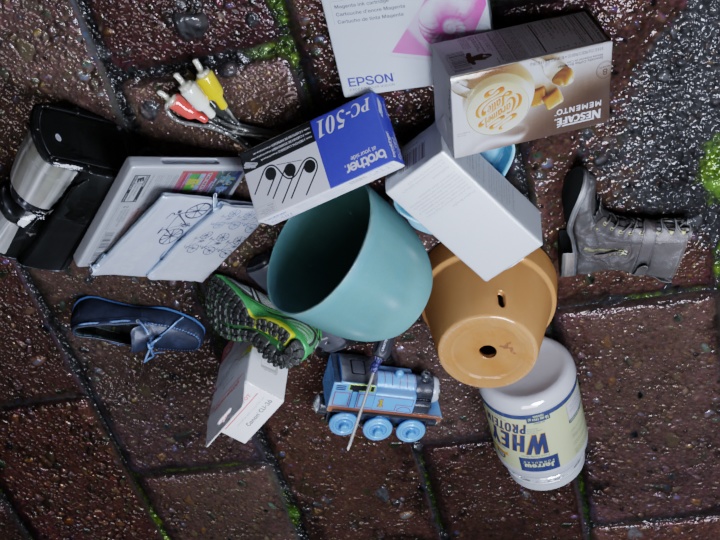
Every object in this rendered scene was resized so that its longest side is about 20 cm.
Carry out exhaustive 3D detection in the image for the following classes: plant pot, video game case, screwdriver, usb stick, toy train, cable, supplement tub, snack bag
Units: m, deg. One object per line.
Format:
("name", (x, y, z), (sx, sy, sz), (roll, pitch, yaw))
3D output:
("plant pot", (0.174, 0.064, 1.710), (0.197, 0.141, 0.202), (3, 131, 4))
("video game case", (-0.264, -0.078, 1.640), (0.181, 0.023, 0.200), (-4, 144, -41))
("screwdriver", (0.011, 0.162, 1.788), (0.029, 0.202, 0.028), (35, 159, -34))
("usb stick", (-0.089, 0.048, 1.792), (0.055, 0.033, 0.200), (-23, 126, 28))
("toy train", (0.031, 0.191, 1.861), (0.197, 0.087, 0.115), (8, 127, -12))
("cable", (-0.176, -0.184, 1.587), (0.097, 0.051, 0.200), (-32, 121, 26))
("supplement tub", (0.257, 0.211, 1.824), (0.143, 0.146, 0.202), (-8, 129, 13))
("snack bag", (-0.239, -0.041, 1.668), (0.188, 0.022, 0.199), (-40, 153, 32))
("plant pot", (0.000, 0.000, 1.643), (0.160, 0.202, 0.200), (31, 128, -34))

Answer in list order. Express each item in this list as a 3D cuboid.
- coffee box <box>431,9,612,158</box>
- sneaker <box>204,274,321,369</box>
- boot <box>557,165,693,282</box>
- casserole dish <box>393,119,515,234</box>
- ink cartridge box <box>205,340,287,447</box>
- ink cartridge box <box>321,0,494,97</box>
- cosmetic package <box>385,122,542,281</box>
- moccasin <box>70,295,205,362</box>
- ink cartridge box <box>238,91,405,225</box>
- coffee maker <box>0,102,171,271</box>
("coffee box", (0.190, -0.220, 1.463), (0.197, 0.080, 0.115), (-13, 131, -8))
("sneaker", (-0.141, 0.068, 1.753), (0.199, 0.085, 0.079), (34, 121, 25))
("boot", (0.353, -0.060, 1.641), (0.171, 0.070, 0.201), (0, 138, 2))
("casserole dish", (0.121, -0.132, 1.613), (0.120, 0.039, 0.201), (20, 129, -11))
("ink cartridge box", (-0.158, 0.163, 1.786), (0.067, 0.201, 0.117), (28, 129, -18))
("ink cartridge box", (0.055, -0.308, 1.465), (0.193, 0.044, 0.202), (-6, 131, 11))
("cosmetic package", (0.133, -0.087, 1.579), (0.101, 0.075, 0.200), (-33, 123, 29))
("moccasin", (-0.331, 0.097, 1.834), (0.197, 0.069, 0.081), (8, 131, -1))
("ink cartridge box", (-0.050, -0.138, 1.555), (0.198, 0.095, 0.044), (-23, 167, 21))
("coffee maker", (-0.383, -0.096, 1.630), (0.191, 0.136, 0.200), (28, 128, -19))
